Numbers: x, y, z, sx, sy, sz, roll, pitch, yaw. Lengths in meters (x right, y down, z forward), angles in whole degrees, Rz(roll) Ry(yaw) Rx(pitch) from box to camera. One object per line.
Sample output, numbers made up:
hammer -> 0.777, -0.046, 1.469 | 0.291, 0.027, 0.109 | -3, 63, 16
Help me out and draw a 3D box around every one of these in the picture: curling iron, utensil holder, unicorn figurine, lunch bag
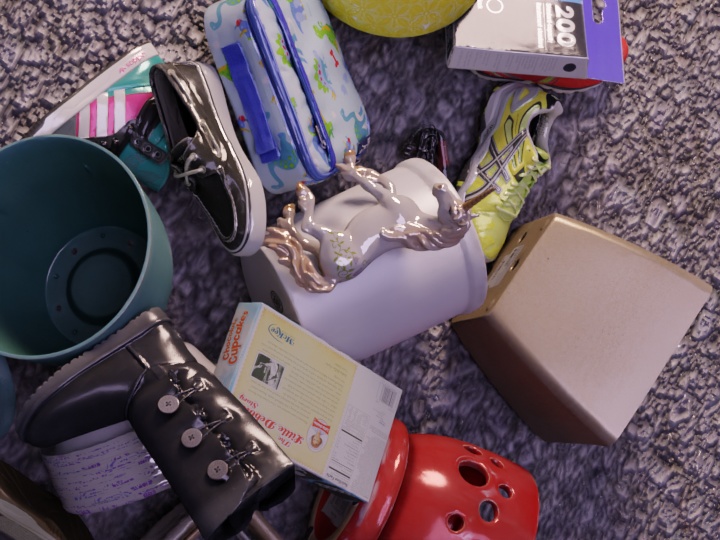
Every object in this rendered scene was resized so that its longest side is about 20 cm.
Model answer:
curling iron -> 0.085, -0.060, 1.527 | 0.049, 0.026, 0.202 | -13, 101, 0
utensil holder -> 0.000, 0.000, 1.416 | 0.199, 0.170, 0.171 | -23, 99, -18
unicorn figurine -> 0.013, -0.047, 1.315 | 0.200, 0.074, 0.138 | -41, 69, 0
lunch bag -> -0.071, -0.183, 1.388 | 0.161, 0.082, 0.201 | -36, 108, -61

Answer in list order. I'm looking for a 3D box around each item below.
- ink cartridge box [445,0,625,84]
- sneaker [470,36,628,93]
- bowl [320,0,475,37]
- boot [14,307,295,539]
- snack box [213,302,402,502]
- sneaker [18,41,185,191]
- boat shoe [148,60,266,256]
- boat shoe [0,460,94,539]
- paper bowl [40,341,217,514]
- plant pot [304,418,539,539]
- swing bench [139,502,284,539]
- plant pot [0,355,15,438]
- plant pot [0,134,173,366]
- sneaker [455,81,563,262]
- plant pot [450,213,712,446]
ink cartridge box -> 0.187, -0.300, 1.495 | 0.198, 0.043, 0.200 | 4, 65, -10
sneaker -> 0.213, -0.234, 1.541 | 0.198, 0.085, 0.078 | -5, 94, -21
bowl -> 0.038, -0.348, 1.413 | 0.198, 0.108, 0.202 | 1, 69, -2
boot -> -0.172, 0.151, 1.176 | 0.165, 0.066, 0.200 | -39, 70, -9
snack box -> -0.051, 0.124, 1.297 | 0.200, 0.037, 0.117 | 35, 65, -37
sneaker -> -0.243, -0.117, 1.363 | 0.200, 0.084, 0.121 | -42, 96, -18
boat shoe -> -0.149, -0.103, 1.315 | 0.063, 0.071, 0.201 | -5, 67, -44
boat shoe -> -0.311, 0.247, 1.322 | 0.066, 0.072, 0.201 | -30, 138, 3
paper bowl -> -0.203, 0.138, 1.316 | 0.200, 0.200, 0.105 | -26, 99, -20
plant pot -> 0.058, 0.256, 1.429 | 0.182, 0.200, 0.202 | 29, 80, -14
swing bench -> -0.155, 0.325, 1.377 | 0.199, 0.130, 0.200 | -42, 105, -16
plant pot -> -0.396, 0.116, 1.258 | 0.134, 0.199, 0.202 | -21, 100, -48
plant pot -> -0.261, -0.003, 1.290 | 0.199, 0.161, 0.202 | -3, 75, 10
sneaker -> 0.159, -0.106, 1.517 | 0.075, 0.076, 0.202 | 17, 86, -48
plant pot -> 0.216, 0.051, 1.501 | 0.177, 0.200, 0.200 | 37, 77, -7
